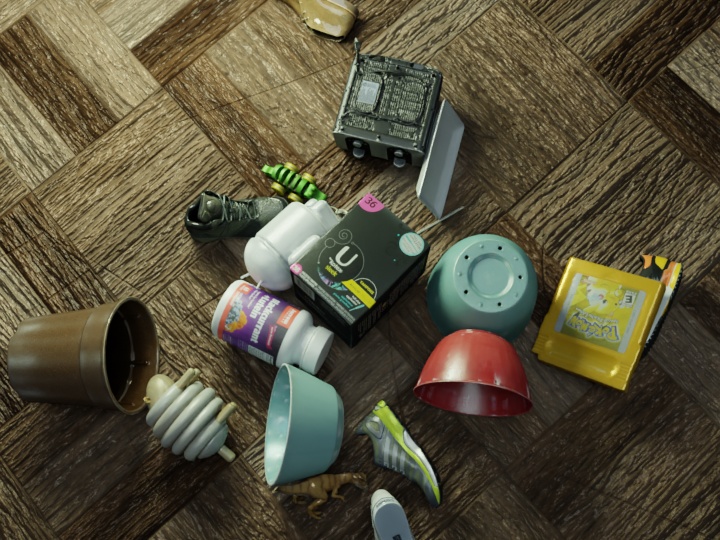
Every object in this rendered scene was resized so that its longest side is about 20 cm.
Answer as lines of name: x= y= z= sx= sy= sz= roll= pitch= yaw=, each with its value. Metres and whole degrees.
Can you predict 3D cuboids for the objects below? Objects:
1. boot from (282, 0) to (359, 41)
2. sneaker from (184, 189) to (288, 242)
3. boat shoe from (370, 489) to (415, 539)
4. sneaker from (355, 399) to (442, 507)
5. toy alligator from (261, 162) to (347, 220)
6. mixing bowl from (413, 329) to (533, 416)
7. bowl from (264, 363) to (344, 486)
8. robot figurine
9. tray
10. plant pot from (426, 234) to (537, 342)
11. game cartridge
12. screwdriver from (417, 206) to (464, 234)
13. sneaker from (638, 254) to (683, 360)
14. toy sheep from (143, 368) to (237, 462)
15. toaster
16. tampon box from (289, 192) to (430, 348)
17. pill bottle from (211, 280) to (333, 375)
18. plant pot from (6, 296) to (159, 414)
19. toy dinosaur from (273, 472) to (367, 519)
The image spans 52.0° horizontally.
boot: x=-0.108 y=-0.530 z=1.493 sx=0.199 sy=0.074 sz=0.076 roll=24 pitch=88 yaw=6
sneaker: x=-0.232 y=-0.104 z=1.368 sx=0.197 sy=0.114 sz=0.077 roll=-7 pitch=77 yaw=-1
boat shoe: x=0.055 y=0.457 z=1.234 sx=0.074 sy=0.086 sz=0.204 roll=-20 pitch=105 yaw=-7
sneaker: x=0.069 y=0.325 z=1.272 sx=0.081 sy=0.074 sz=0.201 roll=-38 pitch=70 yaw=0
toy alligator: x=-0.106 y=-0.154 z=1.402 sx=0.199 sy=0.054 sz=0.060 roll=32 pitch=80 yaw=10
mixing bowl: x=0.194 y=0.167 z=1.243 sx=0.198 sy=0.201 sz=0.109 roll=9 pitch=66 yaw=5
bowl: x=-0.092 y=0.263 z=1.242 sx=0.104 sy=0.201 sz=0.203 roll=9 pitch=76 yaw=-15
robot figurine: x=-0.128 y=-0.043 z=1.330 sx=0.200 sy=0.169 sz=0.113 roll=-43 pitch=111 yaw=-14
tray: x=0.146 y=-0.208 z=1.385 sx=0.022 sy=0.107 sz=0.202 roll=8 pitch=75 yaw=30
plant pot: x=0.218 y=0.028 z=1.287 sx=0.198 sy=0.161 sz=0.203 roll=-1 pitch=76 yaw=2
game cartridge: x=0.414 y=0.091 z=1.293 sx=0.175 sy=0.032 sz=0.201 roll=18 pitch=76 yaw=32
screwdriver: x=0.108 y=-0.073 z=1.388 sx=0.199 sy=0.028 sz=0.029 roll=-34 pitch=48 yaw=-7
sneaker: x=0.500 y=0.065 z=1.319 sx=0.090 sy=0.070 sz=0.201 roll=24 pitch=80 yaw=28
toy sheep: x=-0.290 y=0.256 z=1.273 sx=0.200 sy=0.138 sz=0.138 roll=41 pitch=81 yaw=5
toaster: x=0.054 y=-0.308 z=1.400 sx=0.179 sy=0.119 sz=0.202 roll=13 pitch=77 yaw=5
tampon box: x=0.000 y=0.000 z=1.281 sx=0.150 sy=0.126 sz=0.200 roll=40 pitch=73 yaw=14
pill bottle: x=-0.153 y=0.106 z=1.310 sx=0.199 sy=0.112 sz=0.112 roll=24 pitch=78 yaw=8
plant pot: x=-0.483 y=0.150 z=1.285 sx=0.196 sy=0.200 sz=0.202 roll=-3 pitch=75 yaw=11
toy dinosaur: x=-0.084 y=0.366 z=1.241 sx=0.199 sy=0.107 sz=0.061 roll=0 pitch=38 yaw=-36
